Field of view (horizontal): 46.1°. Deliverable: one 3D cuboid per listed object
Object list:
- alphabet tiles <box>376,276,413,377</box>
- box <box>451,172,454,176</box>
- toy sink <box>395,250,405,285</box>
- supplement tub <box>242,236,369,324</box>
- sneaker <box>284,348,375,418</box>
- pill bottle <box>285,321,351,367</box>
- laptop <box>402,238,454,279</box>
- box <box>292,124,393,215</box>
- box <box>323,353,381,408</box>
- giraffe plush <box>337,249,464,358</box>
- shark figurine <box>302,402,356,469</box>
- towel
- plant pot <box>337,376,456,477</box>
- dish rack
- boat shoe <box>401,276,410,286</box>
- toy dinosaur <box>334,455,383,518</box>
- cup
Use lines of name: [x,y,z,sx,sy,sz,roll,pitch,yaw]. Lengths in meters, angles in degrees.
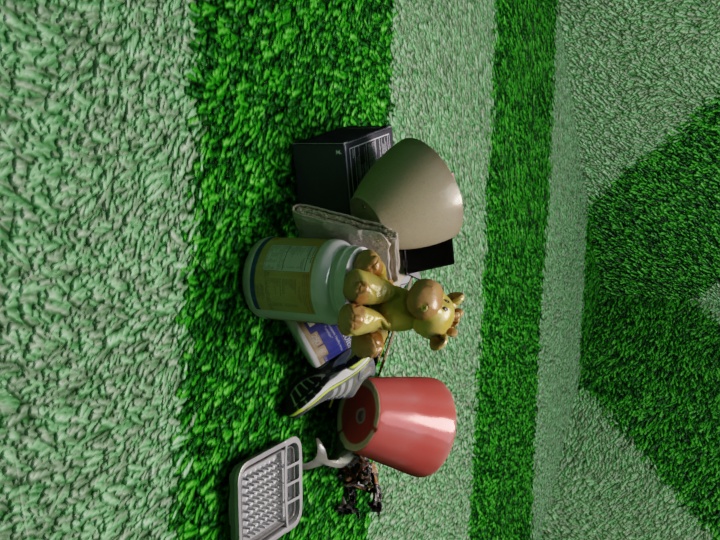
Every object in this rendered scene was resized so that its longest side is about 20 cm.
alphabet tiles: [0.074,0.117,1.786,0.167,0.007,0.201,100,9,-69]
box: [0.151,-0.148,2.007,0.200,0.102,0.095,-52,137,-47]
toy sink: [0.000,0.000,1.696,0.200,0.129,0.113,-56,139,-44]
supplement tub: [-0.086,0.017,1.450,0.144,0.198,0.146,-12,104,-62]
sneaker: [-0.052,0.218,1.580,0.081,0.199,0.074,56,-1,-36]
pill bottle: [-0.031,0.080,1.556,0.199,0.116,0.116,-32,132,-8]
laptop: [0.139,-0.089,1.694,0.200,0.115,0.189,21,64,-74]
box: [-0.026,-0.165,1.632,0.198,0.122,0.202,-33,122,-58]
box: [-0.008,0.170,1.719,0.200,0.049,0.161,-30,147,-59]
giraffe plush: [0.078,0.067,1.379,0.200,0.161,0.174,38,59,-57]
shark figurine: [-0.051,0.365,1.701,0.128,0.089,0.215,52,28,-5]
towel: [-0.024,-0.044,1.491,0.133,0.198,0.035,83,29,-49]
plant pot: [0.063,0.298,1.676,0.176,0.200,0.202,17,76,-34]
dish rack: [-0.171,0.395,1.495,0.200,0.043,0.173,-14,106,-62]
boat shoe: [0.044,0.044,1.849,0.199,0.073,0.066,-18,118,-51]
toy dinosaur: [0.011,0.451,1.815,0.199,0.102,0.137,33,44,-36]
cup: [0.066,-0.117,1.519,0.143,0.200,0.202,-29,123,-23]
